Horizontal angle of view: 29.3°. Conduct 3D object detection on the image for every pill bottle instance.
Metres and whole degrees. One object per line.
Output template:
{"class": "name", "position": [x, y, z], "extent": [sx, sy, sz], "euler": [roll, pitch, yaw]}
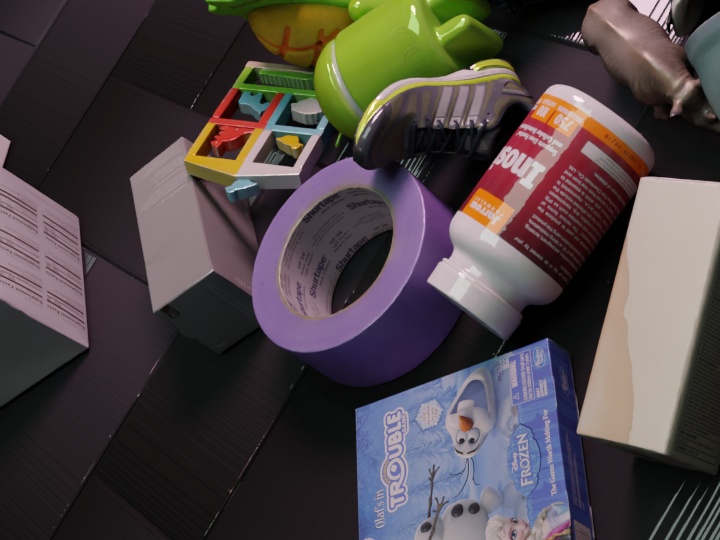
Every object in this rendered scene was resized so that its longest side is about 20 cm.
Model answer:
{"class": "pill bottle", "position": [0.148, -0.046, 1.160], "extent": [0.200, 0.113, 0.113], "euler": [-54, 43, 0]}

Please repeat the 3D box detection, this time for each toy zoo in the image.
{"class": "toy zoo", "position": [-0.095, -0.143, 1.415], "extent": [0.130, 0.021, 0.201], "euler": [9, 47, 21]}

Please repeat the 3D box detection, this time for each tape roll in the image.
{"class": "tape roll", "position": [0.000, 0.000, 1.279], "extent": [0.199, 0.085, 0.201], "euler": [-22, 51, 29]}

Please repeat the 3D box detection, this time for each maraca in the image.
{"class": "maraca", "position": [-0.065, -0.268, 1.427], "extent": [0.137, 0.199, 0.108], "euler": [-9, 81, 48]}

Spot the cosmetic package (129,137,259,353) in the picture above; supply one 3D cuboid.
{"class": "cosmetic package", "position": [-0.165, -0.026, 1.421], "extent": [0.090, 0.107, 0.201], "euler": [-36, 48, 16]}

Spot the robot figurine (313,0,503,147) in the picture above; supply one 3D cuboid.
{"class": "robot figurine", "position": [0.038, -0.201, 1.344], "extent": [0.199, 0.115, 0.176], "euler": [-30, 63, 29]}

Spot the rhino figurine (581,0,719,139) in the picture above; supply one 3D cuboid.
{"class": "rhino figurine", "position": [0.253, -0.166, 1.163], "extent": [0.060, 0.087, 0.200], "euler": [-44, 44, 10]}

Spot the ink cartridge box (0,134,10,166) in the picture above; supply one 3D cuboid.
{"class": "ink cartridge box", "position": [-0.559, -0.095, 1.816], "extent": [0.144, 0.083, 0.201], "euler": [-9, 59, 36]}

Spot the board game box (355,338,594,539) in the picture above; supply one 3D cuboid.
{"class": "board game box", "position": [0.087, 0.179, 1.122], "extent": [0.198, 0.043, 0.201], "euler": [-24, 51, 29]}

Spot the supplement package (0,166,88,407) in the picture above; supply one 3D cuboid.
{"class": "supplement package", "position": [-0.433, 0.028, 1.586], "extent": [0.191, 0.147, 0.201], "euler": [-32, 48, 21]}

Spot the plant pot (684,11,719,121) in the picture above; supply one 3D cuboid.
{"class": "plant pot", "position": [0.352, -0.132, 1.003], "extent": [0.199, 0.200, 0.135], "euler": [-20, 79, 30]}

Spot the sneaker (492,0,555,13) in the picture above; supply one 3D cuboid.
{"class": "sneaker", "position": [0.171, -0.280, 1.324], "extent": [0.082, 0.073, 0.200], "euler": [-58, 33, 0]}

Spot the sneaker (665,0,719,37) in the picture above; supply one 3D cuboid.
{"class": "sneaker", "position": [0.285, -0.269, 1.205], "extent": [0.199, 0.080, 0.130], "euler": [35, 81, 37]}

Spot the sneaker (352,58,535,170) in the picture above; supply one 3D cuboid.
{"class": "sneaker", "position": [0.082, -0.133, 1.246], "extent": [0.199, 0.074, 0.081], "euler": [-23, 50, -25]}

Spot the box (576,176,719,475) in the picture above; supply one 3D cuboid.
{"class": "box", "position": [0.237, 0.040, 1.022], "extent": [0.077, 0.095, 0.201], "euler": [9, 79, 41]}
